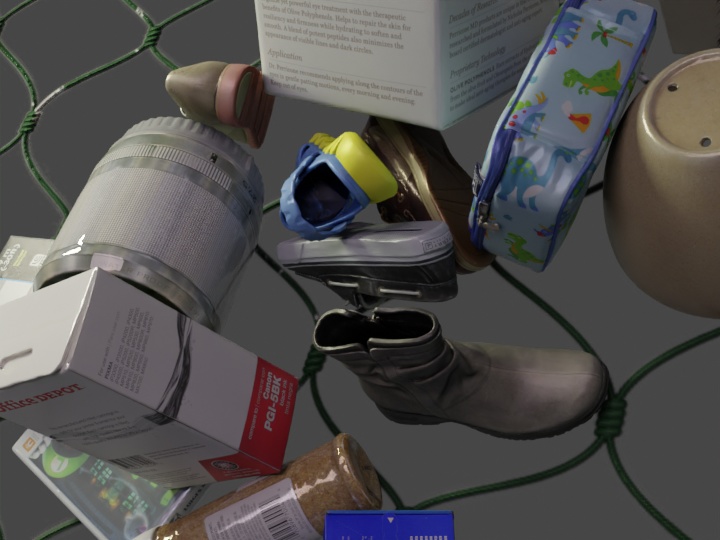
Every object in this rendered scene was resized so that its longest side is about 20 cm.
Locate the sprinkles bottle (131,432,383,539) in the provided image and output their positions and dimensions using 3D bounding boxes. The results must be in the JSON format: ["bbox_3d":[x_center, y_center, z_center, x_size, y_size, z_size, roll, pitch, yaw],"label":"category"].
[{"bbox_3d":[-0.082,0.198,0.846,0.200,0.068,0.068,-28,52,9],"label":"sprinkles bottle"}]

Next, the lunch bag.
[{"bbox_3d":[0.154,-0.107,0.852,0.082,0.161,0.200,24,72,11],"label":"lunch bag"}]

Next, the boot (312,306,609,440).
[{"bbox_3d":[0.072,0.071,0.803,0.199,0.131,0.068,-4,60,25],"label":"boot"}]

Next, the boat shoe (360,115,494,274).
[{"bbox_3d":[0.050,-0.066,0.951,0.072,0.072,0.200,-49,54,33],"label":"boat shoe"}]

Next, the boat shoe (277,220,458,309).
[{"bbox_3d":[0.000,0.000,0.920,0.072,0.071,0.200,-22,15,-36],"label":"boat shoe"}]

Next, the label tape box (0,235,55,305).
[{"bbox_3d":[-0.336,0.043,1.064,0.200,0.066,0.144,6,62,36],"label":"label tape box"}]

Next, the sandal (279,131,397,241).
[{"bbox_3d":[-0.036,-0.067,0.924,0.087,0.200,0.080,-40,96,-7],"label":"sandal"}]

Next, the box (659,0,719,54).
[{"bbox_3d":[0.271,-0.263,0.860,0.068,0.200,0.082,10,67,31],"label":"box"}]

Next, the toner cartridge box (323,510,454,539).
[{"bbox_3d":[0.022,0.266,0.744,0.095,0.043,0.200,2,58,-4],"label":"toner cartridge box"}]

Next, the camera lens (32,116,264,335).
[{"bbox_3d":[-0.179,-0.015,0.952,0.160,0.160,0.200,-6,46,24],"label":"camera lens"}]

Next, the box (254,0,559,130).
[{"bbox_3d":[0.041,-0.245,0.942,0.199,0.172,0.200,17,36,34],"label":"box"}]

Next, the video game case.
[{"bbox_3d":[-0.199,0.139,0.971,0.200,0.023,0.182,31,78,37],"label":"video game case"}]

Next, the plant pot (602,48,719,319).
[{"bbox_3d":[0.265,-0.083,0.797,0.200,0.134,0.201,-13,56,21],"label":"plant pot"}]

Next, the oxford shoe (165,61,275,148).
[{"bbox_3d":[-0.124,-0.160,1.009,0.074,0.200,0.071,13,87,6],"label":"oxford shoe"}]

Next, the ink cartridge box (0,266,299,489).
[{"bbox_3d":[-0.170,0.089,0.824,0.147,0.200,0.083,-16,52,41],"label":"ink cartridge box"}]
